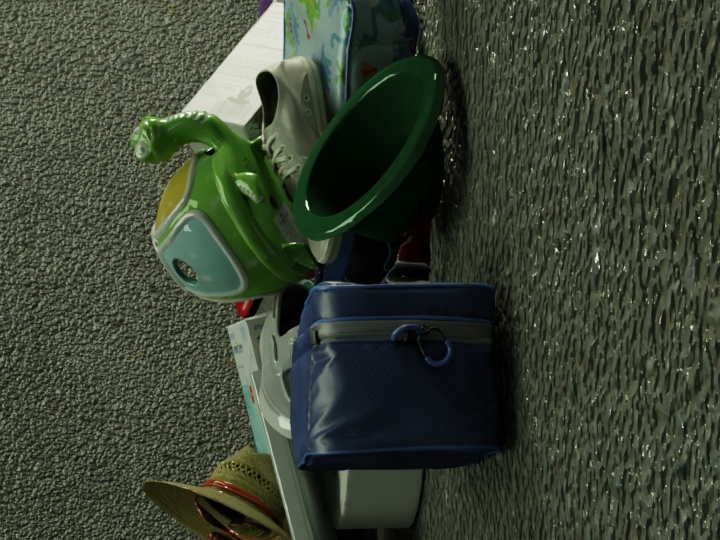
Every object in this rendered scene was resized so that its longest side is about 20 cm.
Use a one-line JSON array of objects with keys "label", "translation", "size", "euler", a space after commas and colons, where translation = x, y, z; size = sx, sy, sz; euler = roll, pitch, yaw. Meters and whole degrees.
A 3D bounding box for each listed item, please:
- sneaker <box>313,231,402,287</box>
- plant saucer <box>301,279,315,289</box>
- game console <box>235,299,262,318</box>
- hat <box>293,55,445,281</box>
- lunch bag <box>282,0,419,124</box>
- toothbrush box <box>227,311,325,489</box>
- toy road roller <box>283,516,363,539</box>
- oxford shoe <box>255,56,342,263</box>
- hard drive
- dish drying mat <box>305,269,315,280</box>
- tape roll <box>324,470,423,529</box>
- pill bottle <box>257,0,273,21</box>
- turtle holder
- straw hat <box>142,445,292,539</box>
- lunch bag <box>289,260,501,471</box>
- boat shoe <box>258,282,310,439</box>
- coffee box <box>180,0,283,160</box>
[{"label": "sneaker", "translation": [0.000, 0.000, 1.369], "size": [0.200, 0.077, 0.071], "euler": [117, 157, -70]}, {"label": "plant saucer", "translation": [-0.019, 0.102, 1.543], "size": [0.200, 0.036, 0.201], "euler": [166, 90, -77]}, {"label": "game console", "translation": [-0.065, -0.062, 1.623], "size": [0.200, 0.118, 0.173], "euler": [-63, 31, 32]}, {"label": "hat", "translation": [0.057, -0.049, 1.195], "size": [0.200, 0.176, 0.166], "euler": [-43, 29, 24]}, {"label": "lunch bag", "translation": [-0.017, -0.181, 1.356], "size": [0.161, 0.082, 0.201], "euler": [38, 131, 54]}, {"label": "toothbrush box", "translation": [-0.070, 0.141, 1.535], "size": [0.146, 0.085, 0.201], "euler": [162, 96, -77]}, {"label": "toy road roller", "translation": [-0.049, 0.345, 1.601], "size": [0.146, 0.122, 0.201], "euler": [35, -126, -81]}, {"label": "oxford shoe", "translation": [-0.056, -0.098, 1.290], "size": [0.075, 0.057, 0.201], "euler": [134, 128, -58]}, {"label": "hard drive", "translation": [-0.054, 0.204, 1.355], "size": [0.132, 0.026, 0.201], "euler": [66, -174, -63]}, {"label": "dish drying mat", "translation": [-0.044, -0.017, 1.555], "size": [0.018, 0.077, 0.200], "euler": [49, 175, -5]}, {"label": "tape roll", "translation": [0.008, 0.137, 1.345], "size": [0.202, 0.070, 0.204], "euler": [180, 90, -82]}, {"label": "pill bottle", "translation": [-0.068, -0.311, 1.754], "size": [0.112, 0.111, 0.201], "euler": [-98, 12, -46]}, {"label": "turtle holder", "translation": [-0.127, -0.051, 1.321], "size": [0.186, 0.131, 0.141], "euler": [45, -155, -42]}, {"label": "straw hat", "translation": [-0.109, 0.218, 1.418], "size": [0.085, 0.200, 0.201], "euler": [-62, -3, -23]}, {"label": "lunch bag", "translation": [0.021, 0.067, 1.011], "size": [0.200, 0.135, 0.133], "euler": [124, 145, -75]}, {"label": "boat shoe", "translation": [-0.051, 0.078, 1.300], "size": [0.200, 0.072, 0.069], "euler": [-96, 16, -62]}, {"label": "coffee box", "translation": [-0.092, -0.171, 1.496], "size": [0.200, 0.079, 0.115], "euler": [-57, -31, -38]}]
